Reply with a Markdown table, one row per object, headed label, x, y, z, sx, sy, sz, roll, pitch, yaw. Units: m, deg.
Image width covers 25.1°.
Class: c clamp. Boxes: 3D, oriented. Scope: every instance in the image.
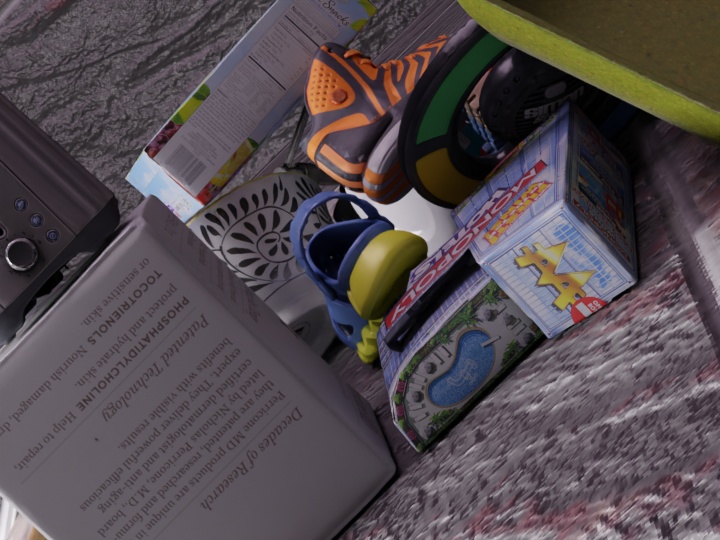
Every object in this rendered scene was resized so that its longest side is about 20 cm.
| label | x | y | z | sx | sy | sz | roll | pitch | yaw |
| --- | --- | --- | --- | --- | --- | --- | --- | --- | --- |
| c clamp | -0.022 | -0.056 | 1.380 | 0.200 | 0.027 | 0.172 | 8 | -67 | -59 |

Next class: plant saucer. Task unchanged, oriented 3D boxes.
| label | x | y | z | sx | sy | sz | roll | pitch | yaw |
| --- | --- | --- | --- | --- | --- | --- | --- | --- | --- |
| plant saucer | 0.167 | -0.154 | 0.894 | 0.200 | 0.199 | 0.048 | -53 | -15 | -39 |

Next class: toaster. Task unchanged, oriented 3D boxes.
| label | x | y | z | sx | sy | sz | roll | pitch | yaw |
| --- | --- | --- | --- | --- | --- | --- | --- | --- | --- |
| toaster | -0.217 | -0.039 | 0.943 | 0.114 | 0.129 | 0.200 | -45 | 8 | -3 |

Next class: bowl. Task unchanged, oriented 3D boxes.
| label | x | y | z | sx | sy | sz | roll | pitch | yaw |
| --- | --- | --- | --- | --- | --- | --- | --- | --- | --- |
| bowl | -0.077 | 0.029 | 1.283 | 0.200 | 0.094 | 0.201 | -35 | -28 | -22 |

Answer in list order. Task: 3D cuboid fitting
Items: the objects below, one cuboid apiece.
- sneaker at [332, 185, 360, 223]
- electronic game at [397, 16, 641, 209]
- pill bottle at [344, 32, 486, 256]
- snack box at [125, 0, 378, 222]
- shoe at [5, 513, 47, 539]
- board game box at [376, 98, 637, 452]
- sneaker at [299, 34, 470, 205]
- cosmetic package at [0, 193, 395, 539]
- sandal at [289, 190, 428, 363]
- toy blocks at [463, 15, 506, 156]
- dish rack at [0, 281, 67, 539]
| label | x | y | z | sx | sy | sz | roll | pitch | yaw |
| --- | --- | --- | --- | --- | --- | --- | --- | --- | --- |
| sneaker | 0.008 | -0.074 | 1.309 | 0.066 | 0.200 | 0.091 | 9 | 66 | 27 |
| electronic game | 0.112 | -0.112 | 1.012 | 0.199 | 0.042 | 0.201 | -23 | -33 | -15 |
| pill bottle | 0.081 | -0.113 | 1.245 | 0.200 | 0.111 | 0.111 | -51 | 11 | -30 |
| snack box | -0.088 | -0.133 | 1.246 | 0.200 | 0.068 | 0.169 | -51 | 7 | -10 |
| shoe | -0.238 | 0.219 | 0.949 | 0.201 | 0.053 | 0.070 | -61 | 4 | -4 |
| board game box | 0.081 | 0.001 | 0.913 | 0.200 | 0.062 | 0.200 | -45 | 9 | 6 |
| sneaker | 0.031 | -0.143 | 1.152 | 0.200 | 0.112 | 0.078 | -45 | -29 | -27 |
| cosmetic package | -0.111 | 0.087 | 0.954 | 0.166 | 0.200 | 0.167 | -45 | 9 | 2 |
| sandal | 0.000 | 0.000 | 1.090 | 0.080 | 0.087 | 0.200 | -49 | -14 | -14 |
| toy blocks | 0.112 | -0.144 | 1.082 | 0.137 | 0.100 | 0.200 | -43 | -27 | -5 |
| dish rack | -0.162 | 0.113 | 1.089 | 0.043 | 0.171 | 0.202 | 14 | 95 | 47 |
